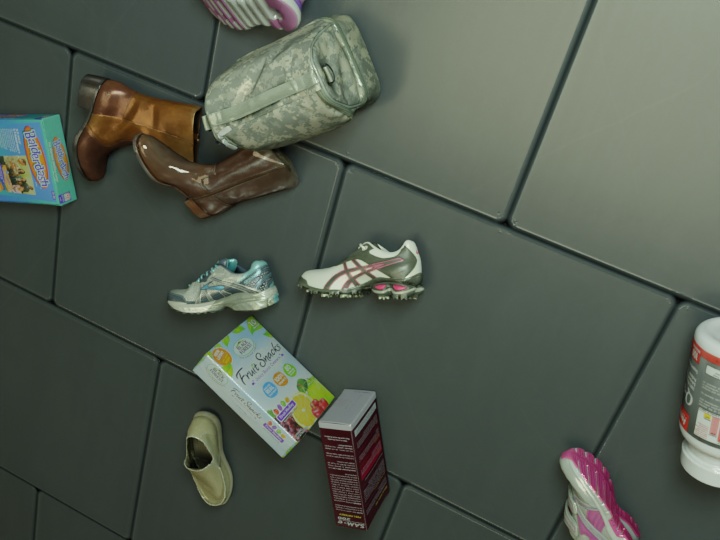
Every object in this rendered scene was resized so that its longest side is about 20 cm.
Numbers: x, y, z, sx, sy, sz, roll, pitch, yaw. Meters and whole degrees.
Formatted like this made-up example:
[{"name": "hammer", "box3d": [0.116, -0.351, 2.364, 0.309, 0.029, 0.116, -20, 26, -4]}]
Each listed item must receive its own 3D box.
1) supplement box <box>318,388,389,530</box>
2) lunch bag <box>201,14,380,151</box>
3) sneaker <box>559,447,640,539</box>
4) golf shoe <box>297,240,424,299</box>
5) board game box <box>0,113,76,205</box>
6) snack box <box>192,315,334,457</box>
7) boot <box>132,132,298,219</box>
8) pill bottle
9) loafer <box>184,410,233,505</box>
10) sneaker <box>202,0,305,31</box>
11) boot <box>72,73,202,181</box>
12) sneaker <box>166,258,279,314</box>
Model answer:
[{"name": "supplement box", "box3d": [-0.008, 0.309, 1.253, 0.061, 0.109, 0.200, 0, 111, 24]}, {"name": "lunch bag", "box3d": [-0.096, -0.242, 1.022, 0.200, 0.168, 0.140, -15, 105, 28]}, {"name": "sneaker", "box3d": [0.340, 0.358, 1.138, 0.088, 0.081, 0.200, -25, 99, 28]}, {"name": "golf shoe", "box3d": [0.000, 0.000, 1.151, 0.200, 0.077, 0.088, 0, 91, 21]}, {"name": "board game box", "box3d": [-0.602, -0.195, 1.335, 0.200, 0.045, 0.152, 6, 113, 22]}, {"name": "snack box", "box3d": [-0.153, 0.185, 1.244, 0.200, 0.142, 0.053, 44, 121, 1]}, {"name": "boot", "box3d": [-0.211, -0.166, 1.140, 0.200, 0.064, 0.186, -15, 138, 31]}, {"name": "pill bottle", "box3d": [0.475, 0.170, 0.978, 0.116, 0.116, 0.200, 9, 114, 20]}, {"name": "loafer", "box3d": [-0.291, 0.360, 1.421, 0.076, 0.068, 0.200, 2, 112, 23]}, {"name": "sneaker", "box3d": [-0.141, -0.384, 1.041, 0.200, 0.089, 0.080, 19, 161, 36]}, {"name": "boot", "box3d": [-0.353, -0.204, 1.229, 0.200, 0.068, 0.189, 19, 115, 4]}, {"name": "sneaker", "box3d": [-0.229, 0.022, 1.259, 0.200, 0.078, 0.086, -5, 97, 18]}]
